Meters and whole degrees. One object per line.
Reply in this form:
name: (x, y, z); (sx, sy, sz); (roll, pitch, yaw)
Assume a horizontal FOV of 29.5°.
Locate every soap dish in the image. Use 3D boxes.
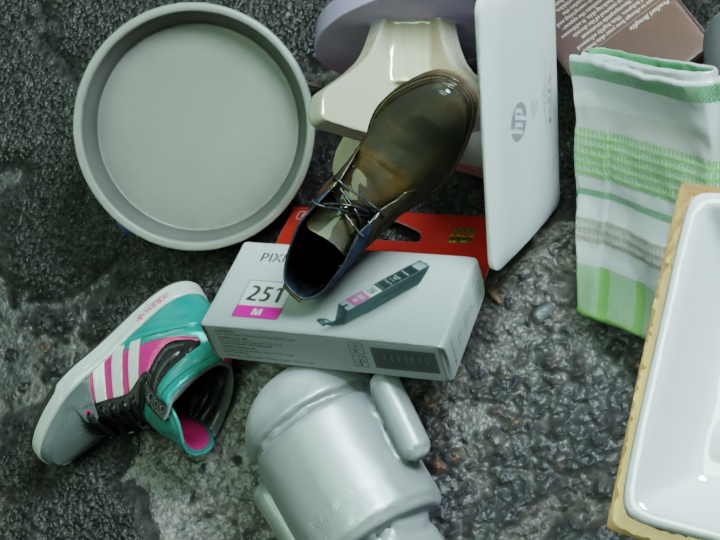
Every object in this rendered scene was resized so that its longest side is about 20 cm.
soap dish: (0.234, 0.064, 0.748); (0.156, 0.081, 0.202); (11, 83, 25)

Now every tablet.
tablet: (0.117, -0.115, 0.981); (0.014, 0.130, 0.202); (9, 120, 28)

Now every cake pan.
cake pan: (-0.137, -0.118, 1.133); (0.198, 0.037, 0.203); (0, 95, -3)

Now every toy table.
toy table: (0.040, -0.145, 1.055); (0.200, 0.182, 0.119); (153, 123, -61)

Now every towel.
towel: (0.194, -0.047, 0.951); (0.149, 0.030, 0.202); (28, 125, 59)

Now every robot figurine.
robot figurine: (-0.015, 0.150, 1.035); (0.170, 0.112, 0.201); (-44, 65, 24)

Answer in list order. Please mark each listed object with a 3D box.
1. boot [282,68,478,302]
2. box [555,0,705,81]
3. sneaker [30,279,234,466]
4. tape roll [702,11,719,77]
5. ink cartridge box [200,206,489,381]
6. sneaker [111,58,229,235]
boot: (0.012, -0.052, 0.956); (0.074, 0.097, 0.200); (35, 138, -6)
box: (0.182, -0.207, 1.056); (0.100, 0.075, 0.201); (-35, 66, 12)
sneaker: (-0.178, 0.117, 1.133); (0.200, 0.084, 0.121); (-45, 56, 6)
tape roll: (0.329, -0.134, 0.907); (0.198, 0.200, 0.067); (-7, 75, 21)
ink cartridge box: (0.000, 0.000, 1.053); (0.198, 0.044, 0.175); (4, 47, 23)
sneaker: (-0.153, -0.124, 1.179); (0.077, 0.070, 0.202); (11, 83, 29)
